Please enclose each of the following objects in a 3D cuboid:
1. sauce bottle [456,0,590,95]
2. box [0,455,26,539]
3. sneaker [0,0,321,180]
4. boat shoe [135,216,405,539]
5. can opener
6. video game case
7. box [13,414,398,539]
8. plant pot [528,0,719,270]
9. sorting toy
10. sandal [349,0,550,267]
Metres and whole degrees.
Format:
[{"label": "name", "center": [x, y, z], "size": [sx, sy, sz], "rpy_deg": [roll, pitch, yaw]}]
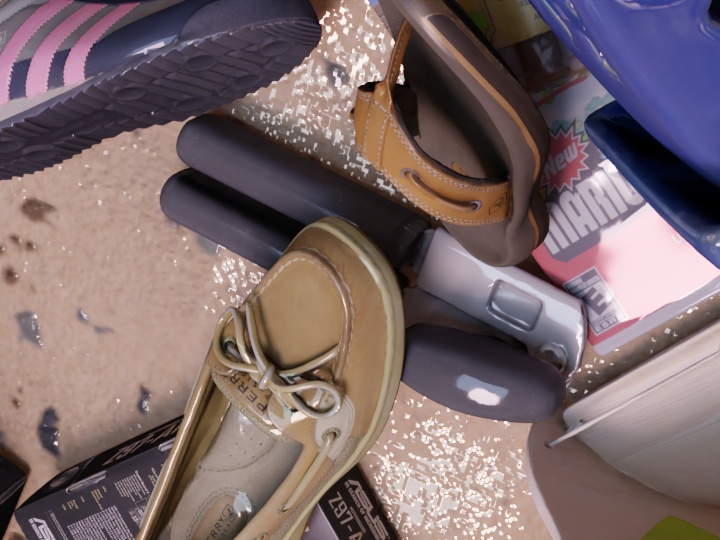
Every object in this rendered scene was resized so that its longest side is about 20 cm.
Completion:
[{"label": "sauce bottle", "center": [0.037, -0.164, 0.705], "size": [0.064, 0.065, 0.202], "rpy_deg": [-16, 101, 29]}, {"label": "box", "center": [-0.287, 0.121, 0.962], "size": [0.199, 0.104, 0.149], "rpy_deg": [31, 120, 10]}, {"label": "sneaker", "center": [-0.109, -0.101, 0.814], "size": [0.198, 0.070, 0.083], "rpy_deg": [-15, 73, 24]}, {"label": "boat shoe", "center": [-0.044, 0.067, 0.790], "size": [0.073, 0.063, 0.201], "rpy_deg": [44, 128, 19]}, {"label": "can opener", "center": [0.000, 0.000, 0.801], "size": [0.199, 0.067, 0.054], "rpy_deg": [27, 115, 14]}, {"label": "video game case", "center": [0.097, -0.081, 0.756], "size": [0.142, 0.017, 0.201], "rpy_deg": [-31, 95, 31]}, {"label": "box", "center": [-0.049, 0.163, 0.904], "size": [0.159, 0.044, 0.201], "rpy_deg": [-26, 98, 30]}, {"label": "plant pot", "center": [0.138, -0.115, 0.593], "size": [0.198, 0.200, 0.181], "rpy_deg": [-25, 108, 2]}, {"label": "sorting toy", "center": [0.146, 0.081, 0.703], "size": [0.199, 0.180, 0.107], "rpy_deg": [-33, 94, 31]}, {"label": "sandal", "center": [0.025, -0.048, 0.704], "size": [0.054, 0.200, 0.082], "rpy_deg": [-38, 69, -9]}]
